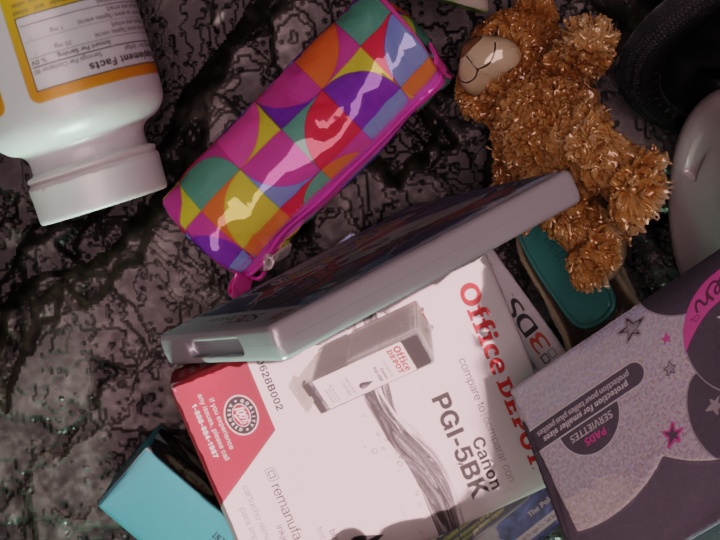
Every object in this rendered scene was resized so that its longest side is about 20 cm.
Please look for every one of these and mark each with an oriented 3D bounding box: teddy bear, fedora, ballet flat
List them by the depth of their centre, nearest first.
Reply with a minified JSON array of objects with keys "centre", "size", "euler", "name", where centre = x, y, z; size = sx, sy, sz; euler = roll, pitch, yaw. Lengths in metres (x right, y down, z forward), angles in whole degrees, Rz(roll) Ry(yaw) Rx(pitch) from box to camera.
[{"centre":[0.111,-0.080,0.924],"size":[0.066,0.145,0.201],"euler":[-7,68,-27],"name":"teddy bear"},{"centre":[0.241,-0.162,0.941],"size":[0.199,0.201,0.092],"euler":[-12,62,1],"name":"fedora"},{"centre":[0.157,0.043,0.967],"size":[0.069,0.070,0.201],"euler":[-20,71,2],"name":"ballet flat"}]

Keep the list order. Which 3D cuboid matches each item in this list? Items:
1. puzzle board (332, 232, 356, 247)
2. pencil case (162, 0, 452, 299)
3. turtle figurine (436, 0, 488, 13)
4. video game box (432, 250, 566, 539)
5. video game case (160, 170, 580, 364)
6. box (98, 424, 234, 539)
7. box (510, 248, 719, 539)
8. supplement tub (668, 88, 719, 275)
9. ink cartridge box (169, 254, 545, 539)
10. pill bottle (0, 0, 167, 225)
[{"centre":[0.002,0.099,1.022],"size":[0.151,0.017,0.200],"euler":[-40,94,3],"name":"puzzle board"},{"centre":[-0.031,-0.078,0.972],"size":[0.088,0.088,0.200],"euler":[42,95,-4],"name":"pencil case"},{"centre":[0.042,-0.263,0.926],"size":[0.143,0.200,0.195],"euler":[22,101,32],"name":"turtle figurine"},{"centre":[0.048,0.105,0.989],"size":[0.200,0.047,0.183],"euler":[-38,92,-4],"name":"video game box"},{"centre":[0.000,0.000,0.889],"size":[0.199,0.182,0.023],"euler":[-27,98,-24],"name":"video game case"},{"centre":[-0.072,0.187,0.998],"size":[0.200,0.082,0.049],"euler":[41,93,-4],"name":"box"},{"centre":[0.199,0.074,0.811],"size":[0.200,0.114,0.133],"euler":[-36,55,26],"name":"box"},{"centre":[0.300,-0.041,0.931],"size":[0.199,0.145,0.146],"euler":[-4,96,-14],"name":"supplement tub"},{"centre":[0.006,0.089,0.920],"size":[0.199,0.083,0.148],"euler":[-24,93,-4],"name":"ink cartridge box"},{"centre":[-0.185,-0.135,0.951],"size":[0.110,0.111,0.201],"euler":[-16,96,1],"name":"pill bottle"}]
